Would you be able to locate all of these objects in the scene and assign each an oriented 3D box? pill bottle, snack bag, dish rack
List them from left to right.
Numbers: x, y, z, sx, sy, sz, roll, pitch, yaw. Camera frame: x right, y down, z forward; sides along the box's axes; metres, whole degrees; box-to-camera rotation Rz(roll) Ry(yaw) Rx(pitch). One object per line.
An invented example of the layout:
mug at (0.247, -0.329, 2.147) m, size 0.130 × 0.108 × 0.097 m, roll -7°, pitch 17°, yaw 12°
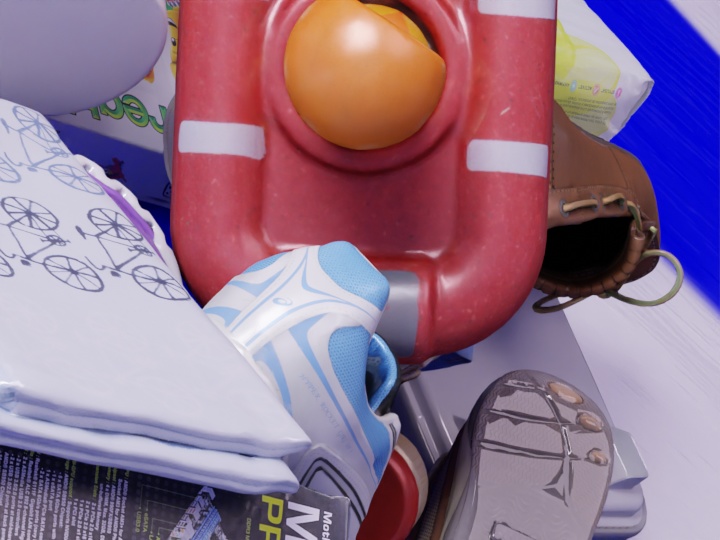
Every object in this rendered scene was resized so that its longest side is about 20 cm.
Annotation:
snack bag at (-0.129, -0.013, 0.684) m, size 0.199 × 0.021 × 0.189 m, roll 14°, pitch 24°, yaw -40°
pill bottle at (-0.119, -0.156, 0.908) m, size 0.112 × 0.112 × 0.201 m, roll 25°, pitch 42°, yaw -40°
dish rack at (0.050, 0.034, 1.097) m, size 0.171 × 0.043 × 0.201 m, roll 7°, pitch 53°, yaw -51°

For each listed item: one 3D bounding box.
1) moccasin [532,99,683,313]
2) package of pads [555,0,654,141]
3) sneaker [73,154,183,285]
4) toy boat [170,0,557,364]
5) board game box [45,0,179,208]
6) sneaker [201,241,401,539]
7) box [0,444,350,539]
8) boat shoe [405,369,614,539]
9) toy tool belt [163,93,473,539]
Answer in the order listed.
moccasin at (0.089, -0.018, 1.062) m, size 0.201 × 0.073 × 0.078 m, roll 43°, pitch 29°, yaw -72°
package of pads at (0.033, -0.120, 1.174) m, size 0.199 × 0.068 × 0.155 m, roll 1°, pitch 45°, yaw -54°
sneaker at (-0.143, -0.016, 0.817) m, size 0.200 × 0.081 × 0.089 m, roll 35°, pitch 14°, yaw -22°
toy boat at (0.002, -0.068, 0.839) m, size 0.131 × 0.129 × 0.202 m, roll -100°, pitch -168°, yaw -87°
board game box at (-0.132, -0.098, 0.976) m, size 0.199 × 0.035 × 0.127 m, roll 15°, pitch 48°, yaw -48°
sneaker at (-0.017, 0.064, 0.849) m, size 0.072 × 0.201 × 0.072 m, roll -29°, pitch 62°, yaw -18°
box at (-0.082, 0.141, 0.654) m, size 0.159 × 0.044 × 0.202 m, roll 17°, pitch 67°, yaw -35°
boat shoe at (0.040, 0.133, 0.947) m, size 0.075 × 0.072 × 0.201 m, roll 31°, pitch 57°, yaw -10°
toy tool belt at (0.000, 0.000, 0.975) m, size 0.123 × 0.124 × 0.202 m, roll -26°, pitch 107°, yaw -75°
